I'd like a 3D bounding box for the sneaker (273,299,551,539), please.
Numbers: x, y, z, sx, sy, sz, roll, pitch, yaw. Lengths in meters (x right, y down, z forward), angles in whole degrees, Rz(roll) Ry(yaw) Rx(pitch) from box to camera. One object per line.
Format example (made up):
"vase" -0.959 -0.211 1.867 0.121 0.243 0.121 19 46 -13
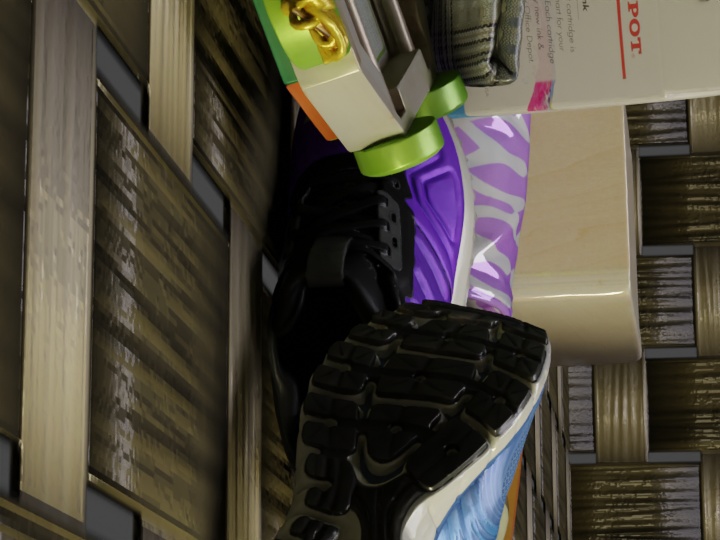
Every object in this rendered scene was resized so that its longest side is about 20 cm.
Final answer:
"sneaker" 0.010 0.094 0.834 0.201 0.078 0.090 -59 153 -34

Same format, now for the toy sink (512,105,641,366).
"toy sink" 0.079 -0.020 1.269 0.200 0.129 0.113 52 36 -75

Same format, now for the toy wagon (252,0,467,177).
"toy wagon" -0.012 -0.111 0.854 0.200 0.039 0.156 -62 133 -69

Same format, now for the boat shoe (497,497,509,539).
"boat shoe" 0.016 0.153 1.018 0.066 0.071 0.202 -46 156 -38

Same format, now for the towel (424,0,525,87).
"towel" 0.021 -0.177 0.987 0.192 0.034 0.202 -158 -112 -71

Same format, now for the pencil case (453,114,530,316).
"pencil case" 0.037 -0.067 1.134 0.086 0.083 0.202 57 33 -67

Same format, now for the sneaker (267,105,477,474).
"sneaker" 0.001 0.000 0.918 0.100 0.069 0.202 44 41 -66

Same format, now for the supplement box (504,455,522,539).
"supplement box" 0.036 0.093 1.132 0.200 0.068 0.067 53 44 -80

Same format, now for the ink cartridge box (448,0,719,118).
"ink cartridge box" 0.104 -0.126 1.014 0.067 0.199 0.116 -7 95 -39
